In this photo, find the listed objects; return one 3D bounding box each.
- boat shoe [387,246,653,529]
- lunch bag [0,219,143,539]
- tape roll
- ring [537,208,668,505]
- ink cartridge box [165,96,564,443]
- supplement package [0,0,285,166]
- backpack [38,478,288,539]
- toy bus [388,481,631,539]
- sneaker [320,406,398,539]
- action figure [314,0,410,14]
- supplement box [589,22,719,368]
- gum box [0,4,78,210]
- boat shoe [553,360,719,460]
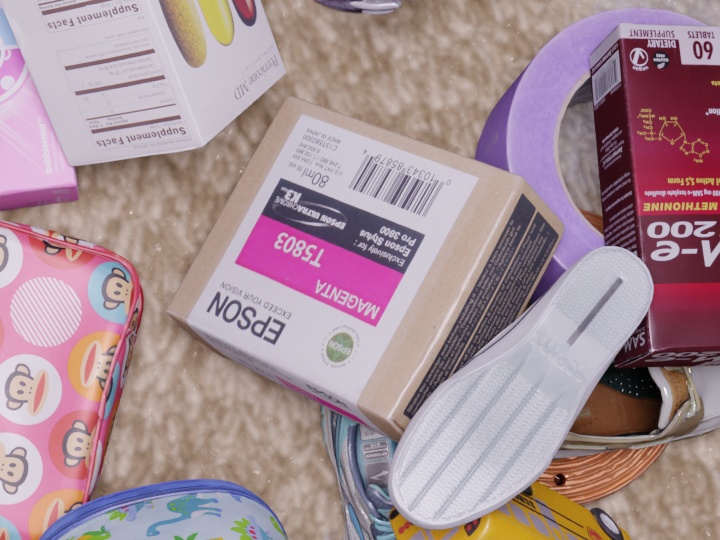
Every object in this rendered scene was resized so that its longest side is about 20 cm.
[{"bbox_3d":[0.092,0.072,0.888,0.200,0.067,0.074,-42,83,-15],"label":"boat shoe"},{"bbox_3d":[-0.237,0.068,0.974,0.174,0.082,0.203,16,83,-5],"label":"lunch bag"},{"bbox_3d":[0.179,-0.063,1.028,0.197,0.085,0.203,3,76,-12],"label":"tape roll"},{"bbox_3d":[0.127,0.057,1.057,0.198,0.019,0.203,1,83,-8],"label":"ring"},{"bbox_3d":[0.000,0.000,0.962,0.199,0.075,0.166,22,78,37],"label":"ink cartridge box"},{"bbox_3d":[-0.143,-0.181,0.941,0.108,0.114,0.202,-5,118,32],"label":"supplement package"},{"bbox_3d":[-0.110,0.222,0.923,0.181,0.147,0.202,-14,119,-10],"label":"backpack"},{"bbox_3d":[0.105,0.174,0.960,0.065,0.079,0.199,-44,133,15],"label":"toy bus"},{"bbox_3d":[0.020,0.160,0.997,0.077,0.086,0.202,-18,87,-8],"label":"sneaker"},{"bbox_3d":[0.019,-0.216,0.976,0.069,0.200,0.132,18,82,-5],"label":"action figure"},{"bbox_3d":[0.205,-0.045,0.954,0.107,0.061,0.203,-1,78,-12],"label":"supplement box"},{"bbox_3d":[-0.250,-0.140,0.999,0.112,0.066,0.203,-8,85,-10],"label":"gum box"},{"bbox_3d":[0.193,0.081,1.019,0.198,0.068,0.076,-18,87,-10],"label":"boat shoe"}]
